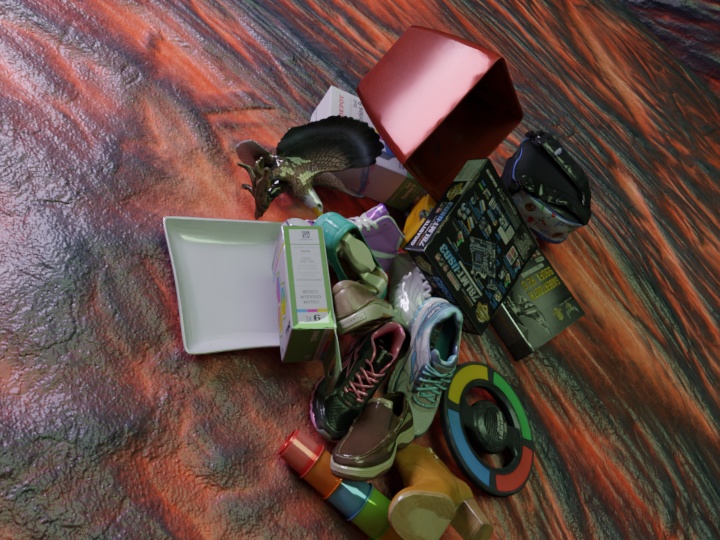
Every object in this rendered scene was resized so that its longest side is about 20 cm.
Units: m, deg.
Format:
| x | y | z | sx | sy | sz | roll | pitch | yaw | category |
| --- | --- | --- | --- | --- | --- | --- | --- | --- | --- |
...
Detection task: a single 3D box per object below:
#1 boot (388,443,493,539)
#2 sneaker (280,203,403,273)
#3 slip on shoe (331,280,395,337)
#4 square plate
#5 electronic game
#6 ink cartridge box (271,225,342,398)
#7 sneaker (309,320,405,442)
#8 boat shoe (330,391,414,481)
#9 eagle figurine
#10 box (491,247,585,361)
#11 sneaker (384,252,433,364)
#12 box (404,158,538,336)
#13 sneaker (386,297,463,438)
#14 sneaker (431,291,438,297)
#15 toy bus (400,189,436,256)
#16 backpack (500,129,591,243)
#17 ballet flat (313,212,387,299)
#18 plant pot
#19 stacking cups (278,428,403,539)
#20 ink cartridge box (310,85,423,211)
| x | y | z | sx | sy | sz | roll | pitch | yaw | category |
| --- | --- | --- | --- | --- | --- | --- | --- | --- | --- |
| 0.070 | 0.270 | 0.779 | 0.200 | 0.071 | 0.144 | 32 | 6 | -40 | boot |
| -0.019 | -0.064 | 0.935 | 0.199 | 0.115 | 0.073 | 20 | 19 | -39 | sneaker |
| -0.002 | 0.052 | 0.857 | 0.061 | 0.075 | 0.200 | 64 | 9 | 9 | slip on shoe |
| -0.164 | 0.020 | 0.859 | 0.196 | 0.028 | 0.202 | 1 | 61 | -35 | square plate |
| 0.192 | 0.234 | 0.937 | 0.198 | 0.041 | 0.202 | 24 | 50 | -32 | electronic game |
| -0.072 | 0.054 | 0.801 | 0.058 | 0.104 | 0.202 | -1 | 61 | -16 | ink cartridge box |
| 0.003 | 0.141 | 0.848 | 0.079 | 0.095 | 0.201 | 40 | 48 | -6 | sneaker |
| 0.015 | 0.196 | 0.781 | 0.202 | 0.074 | 0.076 | -8 | 99 | -71 | boat shoe |
| -0.080 | -0.149 | 0.958 | 0.199 | 0.151 | 0.153 | -30 | 117 | -27 | eagle figurine |
| 0.309 | 0.056 | 1.149 | 0.199 | 0.048 | 0.159 | -21 | 73 | -41 | box |
| 0.072 | 0.062 | 0.970 | 0.080 | 0.075 | 0.202 | -3 | 62 | -26 | sneaker |
| 0.182 | -0.036 | 0.986 | 0.199 | 0.049 | 0.200 | -52 | 123 | -20 | box |
| 0.094 | 0.138 | 0.875 | 0.077 | 0.086 | 0.203 | 14 | 87 | -17 | sneaker |
| 0.182 | -0.008 | 1.056 | 0.085 | 0.077 | 0.202 | 33 | 72 | -17 | sneaker |
| 0.118 | -0.081 | 1.057 | 0.078 | 0.065 | 0.201 | 38 | 27 | -10 | toy bus |
| 0.364 | -0.146 | 1.254 | 0.189 | 0.154 | 0.201 | 32 | 53 | -2 | backpack |
| 0.000 | 0.000 | 0.893 | 0.067 | 0.070 | 0.201 | -46 | 133 | -12 | ballet flat |
| 0.111 | -0.257 | 0.980 | 0.176 | 0.200 | 0.200 | 47 | 8 | 25 | plant pot |
| -0.014 | 0.273 | 0.769 | 0.200 | 0.060 | 0.061 | 41 | 46 | -5 | stacking cups |
| 0.013 | -0.212 | 1.098 | 0.198 | 0.088 | 0.147 | 17 | 53 | -23 | ink cartridge box |
